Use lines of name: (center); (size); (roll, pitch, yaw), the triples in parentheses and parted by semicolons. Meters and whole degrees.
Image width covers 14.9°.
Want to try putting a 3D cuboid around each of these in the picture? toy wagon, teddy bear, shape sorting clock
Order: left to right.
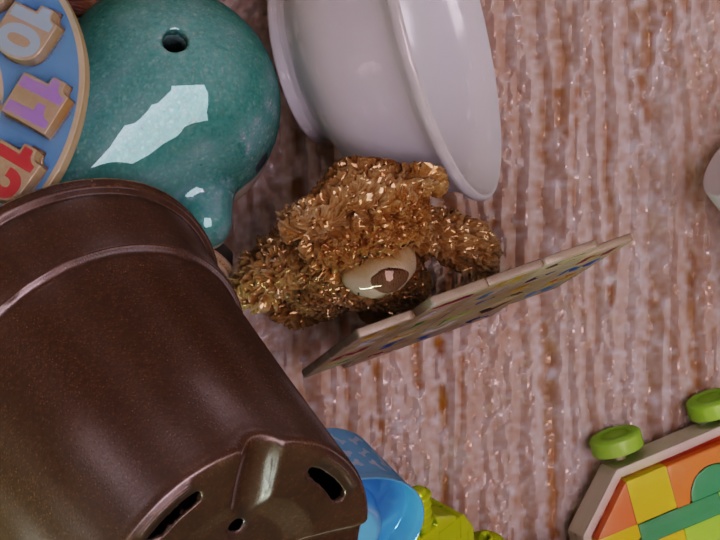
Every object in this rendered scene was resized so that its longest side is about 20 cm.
shape sorting clock: (-0.233, -0.082, 1.420); (0.200, 0.200, 0.039); (-53, 154, -6)
teddy bear: (0.000, 0.000, 1.508); (0.145, 0.200, 0.067); (9, 71, -21)
toy wagon: (0.226, 0.153, 1.696); (0.199, 0.040, 0.156); (-20, 105, -17)

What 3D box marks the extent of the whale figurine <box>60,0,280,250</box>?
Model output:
whale figurine: (-0.129, -0.073, 1.451); (0.159, 0.104, 0.200); (43, 60, 12)

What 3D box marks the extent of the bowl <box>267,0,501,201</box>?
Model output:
bowl: (0.007, -0.126, 1.514); (0.090, 0.201, 0.202); (-13, 105, 15)

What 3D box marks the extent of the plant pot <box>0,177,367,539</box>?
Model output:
plant pot: (-0.111, 0.091, 1.353); (0.200, 0.198, 0.201); (-21, 133, -24)

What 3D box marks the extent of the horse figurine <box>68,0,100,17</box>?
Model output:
horse figurine: (-0.124, -0.203, 1.506); (0.200, 0.050, 0.133); (-42, 105, -11)

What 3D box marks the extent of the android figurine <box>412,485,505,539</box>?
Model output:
android figurine: (0.020, 0.212, 1.577); (0.182, 0.041, 0.201); (-32, 135, -37)

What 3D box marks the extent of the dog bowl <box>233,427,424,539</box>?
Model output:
dog bowl: (-0.060, 0.158, 1.468); (0.200, 0.050, 0.111); (-38, 144, 11)

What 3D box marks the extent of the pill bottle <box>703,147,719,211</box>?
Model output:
pill bottle: (0.301, -0.005, 1.664); (0.110, 0.110, 0.200); (-45, 110, -9)

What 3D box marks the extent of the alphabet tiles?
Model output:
alphabet tiles: (0.057, 0.021, 1.532); (0.166, 0.200, 0.006); (-19, 83, -17)

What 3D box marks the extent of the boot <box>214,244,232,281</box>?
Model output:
boot: (-0.168, 0.032, 1.473); (0.199, 0.139, 0.078); (7, 139, -12)
